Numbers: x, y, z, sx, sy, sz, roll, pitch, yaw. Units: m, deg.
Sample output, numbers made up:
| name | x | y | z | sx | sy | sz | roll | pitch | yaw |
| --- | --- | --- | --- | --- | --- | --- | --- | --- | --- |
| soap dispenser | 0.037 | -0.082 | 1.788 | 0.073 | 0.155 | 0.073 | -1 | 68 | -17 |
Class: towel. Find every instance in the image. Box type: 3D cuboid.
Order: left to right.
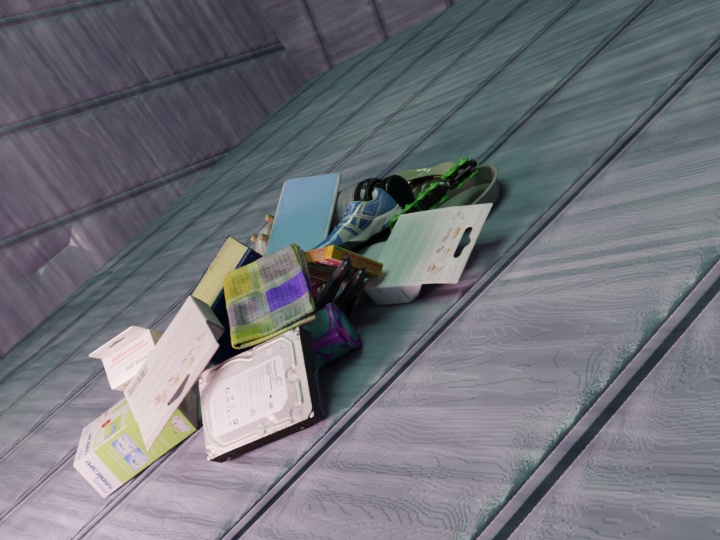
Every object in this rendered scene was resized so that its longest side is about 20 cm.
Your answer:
| name | x | y | z | sx | sy | sz | roll | pitch | yaw |
| --- | --- | --- | --- | --- | --- | --- | --- | --- | --- |
| towel | -0.145 | 0.037 | 1.338 | 0.142 | 0.023 | 0.201 | -22 | 34 | 2 |

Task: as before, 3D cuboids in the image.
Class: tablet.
| name | x | y | z | sx | sy | sz | roll | pitch | yaw |
| --- | --- | --- | --- | --- | --- | --- | --- | --- | --- |
| tablet | -0.110 | -0.106 | 1.676 | 0.129 | 0.014 | 0.202 | -6 | 52 | 23 |

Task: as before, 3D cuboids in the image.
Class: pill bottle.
| name | x | y | z | sx | sy | sz | roll | pitch | yaw |
| --- | --- | --- | --- | --- | --- | --- | --- | --- | --- |
| pill bottle | 0.006 | -0.115 | 1.688 | 0.199 | 0.112 | 0.112 | -19 | 25 | 39 |

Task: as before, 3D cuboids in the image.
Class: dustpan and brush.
| name | x | y | z | sx | sy | sz | roll | pitch | yaw |
| --- | --- | --- | --- | --- | --- | --- | --- | --- | --- |
| dustpan and brush | 0.000 | 0.000 | 1.540 | 0.139 | 0.057 | 0.199 | -42 | 27 | -20 |

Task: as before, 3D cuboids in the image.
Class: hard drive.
| name | x | y | z | sx | sy | sz | roll | pitch | yaw |
| --- | --- | --- | --- | --- | --- | --- | --- | --- | --- |
| hard drive | -0.149 | 0.183 | 1.257 | 0.199 | 0.038 | 0.141 | -25 | 61 | 24 |

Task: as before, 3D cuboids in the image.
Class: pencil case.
| name | x | y | z | sx | sy | sz | roll | pitch | yaw |
| --- | --- | --- | --- | --- | --- | --- | --- | --- | --- |
| pencil case | -0.100 | 0.133 | 1.337 | 0.199 | 0.085 | 0.092 | -33 | 7 | 9 |

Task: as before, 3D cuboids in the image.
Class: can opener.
| name | x | y | z | sx | sy | sz | roll | pitch | yaw |
| --- | --- | --- | --- | --- | --- | --- | --- | --- | --- |
| can opener | -0.037 | 0.039 | 1.375 | 0.200 | 0.063 | 0.079 | 110 | 179 | -60 |

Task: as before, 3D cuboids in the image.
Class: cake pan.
| name | x | y | z | sx | sy | sz | roll | pitch | yaw |
| --- | --- | --- | --- | --- | --- | --- | --- | --- | --- |
| cake pan | 0.165 | -0.114 | 1.524 | 0.199 | 0.037 | 0.201 | -32 | 19 | 13 |

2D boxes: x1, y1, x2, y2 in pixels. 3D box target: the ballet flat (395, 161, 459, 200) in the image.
| name | x | y | z | sx | sy | sz | roll | pitch | yaw |
| --- | --- | --- | --- | --- | --- | --- | --- | --- | --- |
| ballet flat | 0.122 | -0.167 | 1.690 | 0.199 | 0.070 | 0.070 | -13 | 29 | 49 |

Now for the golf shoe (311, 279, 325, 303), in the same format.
| name | x | y | z | sx | sy | sz | roll | pitch | yaw |
| --- | --- | --- | --- | --- | --- | --- | --- | --- | --- |
| golf shoe | -0.096 | 0.021 | 1.636 | 0.092 | 0.075 | 0.200 | -45 | 12 | 24 |

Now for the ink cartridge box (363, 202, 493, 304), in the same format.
| name | x | y | z | sx | sy | sz | roll | pitch | yaw |
| --- | --- | --- | --- | --- | --- | --- | --- | --- | --- |
| ink cartridge box | 0.114 | -0.026 | 1.361 | 0.199 | 0.047 | 0.161 | -4 | 49 | 45 |

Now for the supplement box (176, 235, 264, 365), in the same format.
| name | x | y | z | sx | sy | sz | roll | pitch | yaw |
| --- | --- | --- | --- | --- | --- | --- | --- | --- | --- |
| supplement box | -0.217 | 0.065 | 1.535 | 0.201 | 0.134 | 0.200 | -58 | 22 | -3 |

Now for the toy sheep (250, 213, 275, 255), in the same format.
| name | x | y | z | sx | sy | sz | roll | pitch | yaw |
| --- | --- | --- | --- | --- | --- | --- | --- | --- | --- |
| toy sheep | -0.154 | -0.047 | 1.759 | 0.138 | 0.138 | 0.200 | -49 | 4 | -34 |

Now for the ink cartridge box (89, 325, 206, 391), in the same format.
| name | x | y | z | sx | sy | sz | roll | pitch | yaw |
| --- | --- | --- | --- | --- | --- | --- | --- | --- | --- |
| ink cartridge box | -0.393 | 0.173 | 1.597 | 0.117 | 0.068 | 0.200 | -32 | -25 | 12 |

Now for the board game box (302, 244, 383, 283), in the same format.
| name | x | y | z | sx | sy | sz | roll | pitch | yaw |
| --- | --- | --- | --- | --- | --- | --- | --- | --- | --- |
| board game box | -0.053 | -0.007 | 1.423 | 0.199 | 0.095 | 0.030 | -5 | 68 | 61 |

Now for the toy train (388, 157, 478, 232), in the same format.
| name | x | y | z | sx | sy | sz | roll | pitch | yaw |
| --- | --- | --- | --- | --- | --- | --- | --- | --- | --- |
| toy train | 0.126 | -0.130 | 1.516 | 0.200 | 0.042 | 0.056 | -40 | 10 | -9 |

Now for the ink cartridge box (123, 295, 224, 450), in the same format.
| name | x | y | z | sx | sy | sz | roll | pitch | yaw |
| --- | --- | --- | --- | --- | --- | --- | --- | --- | --- |
| ink cartridge box | -0.286 | 0.163 | 1.355 | 0.201 | 0.045 | 0.176 | -55 | 36 | 6 |

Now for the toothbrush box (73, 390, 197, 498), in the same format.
| name | x | y | z | sx | sy | sz | roll | pitch | yaw |
| --- | --- | --- | --- | --- | --- | --- | --- | --- | --- |
| toothbrush box | -0.388 | 0.276 | 1.499 | 0.199 | 0.086 | 0.146 | -37 | 19 | 1 |

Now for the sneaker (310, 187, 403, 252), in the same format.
| name | x | y | z | sx | sy | sz | roll | pitch | yaw |
| --- | --- | --- | --- | --- | --- | --- | --- | --- | --- |
| sneaker | -0.016 | -0.075 | 1.550 | 0.199 | 0.077 | 0.076 | -33 | -6 | -20 |
